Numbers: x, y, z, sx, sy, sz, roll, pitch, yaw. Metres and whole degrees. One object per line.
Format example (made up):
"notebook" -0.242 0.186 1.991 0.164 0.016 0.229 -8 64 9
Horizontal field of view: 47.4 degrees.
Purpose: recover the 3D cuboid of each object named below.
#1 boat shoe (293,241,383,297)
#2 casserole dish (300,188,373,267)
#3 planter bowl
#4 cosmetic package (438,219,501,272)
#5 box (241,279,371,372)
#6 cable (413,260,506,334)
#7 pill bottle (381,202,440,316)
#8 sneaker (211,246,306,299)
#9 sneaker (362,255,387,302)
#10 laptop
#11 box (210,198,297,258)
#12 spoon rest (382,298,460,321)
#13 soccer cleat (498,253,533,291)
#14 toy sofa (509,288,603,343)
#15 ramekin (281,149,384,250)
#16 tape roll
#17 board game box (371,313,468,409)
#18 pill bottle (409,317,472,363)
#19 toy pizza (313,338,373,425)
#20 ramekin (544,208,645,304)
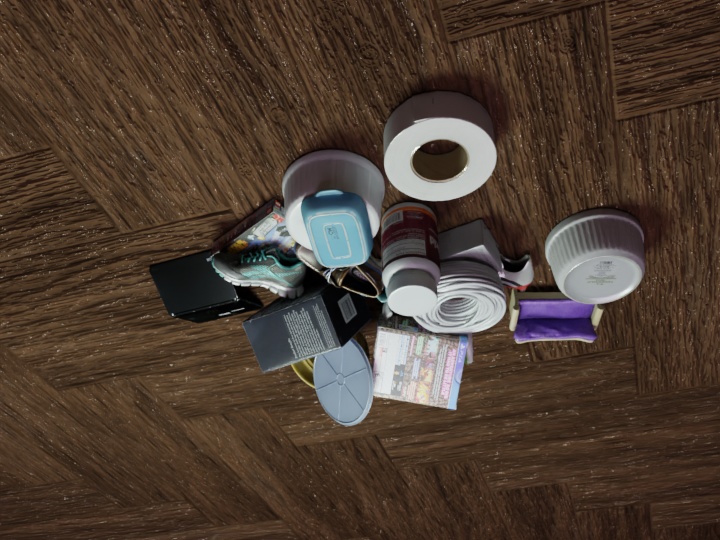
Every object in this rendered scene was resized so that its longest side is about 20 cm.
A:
"boat shoe" -0.040 -0.008 1.621 0.198 0.073 0.073 22 117 -11
"casserole dish" -0.042 -0.067 1.501 0.119 0.039 0.201 -6 140 7
"planter bowl" -0.064 0.172 1.892 0.197 0.084 0.203 5 110 15
"cosmetic package" 0.180 -0.021 1.688 0.198 0.075 0.102 -19 138 24
"box" -0.108 0.106 1.728 0.196 0.200 0.125 -19 97 24
"cable" 0.199 0.060 1.680 0.198 0.070 0.200 -18 141 19
"pill bottle" 0.097 -0.022 1.582 0.112 0.202 0.115 0 143 0
"sneaker" -0.198 -0.014 1.648 0.197 0.078 0.092 14 121 -19
"sneaker" 0.000 0.000 1.702 0.199 0.087 0.077 28 134 -30
"laptop" -0.339 0.040 1.817 0.175 0.105 0.200 -13 166 17
"box" -0.192 -0.054 1.672 0.199 0.040 0.136 -30 133 33
"spoon rest" 0.136 0.062 1.793 0.197 0.061 0.100 -8 154 -27
"soccer cleat" 0.268 0.004 1.730 0.197 0.069 0.086 -2 130 2
"toy sofa" 0.431 0.097 1.815 0.197 0.099 0.083 0 142 2
"ramekin" -0.052 -0.121 1.542 0.197 0.099 0.202 0 141 0
"tape roll" 0.138 -0.217 1.443 0.199 0.072 0.204 0 142 0
"board game box" 0.124 0.196 1.788 0.197 0.097 0.162 10 106 2
"pill bottle" 0.157 0.162 1.886 0.197 0.112 0.112 -4 142 5
"toy pizza" -0.033 0.238 1.803 0.031 0.202 0.200 -6 153 -42
"ramekin" 0.479 -0.020 1.661 0.197 0.106 0.201 1 142 0
